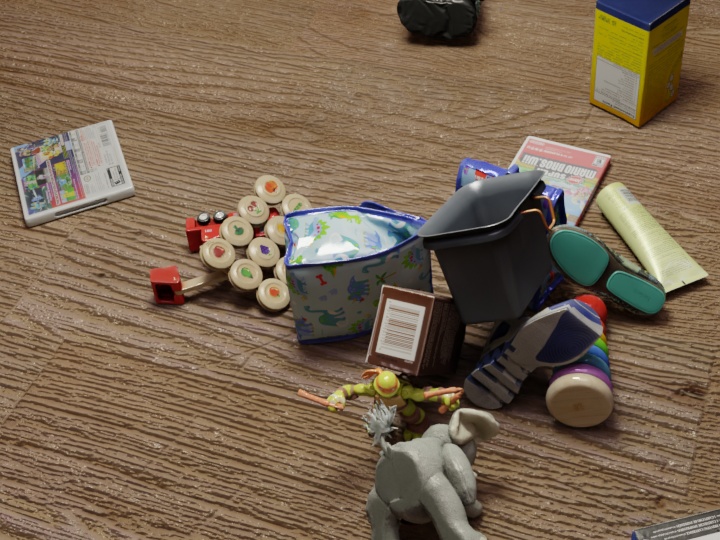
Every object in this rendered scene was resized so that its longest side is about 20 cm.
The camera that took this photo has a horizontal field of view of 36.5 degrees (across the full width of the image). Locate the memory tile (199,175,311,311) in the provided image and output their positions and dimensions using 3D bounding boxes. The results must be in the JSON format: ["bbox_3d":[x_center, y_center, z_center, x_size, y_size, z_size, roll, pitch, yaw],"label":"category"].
[{"bbox_3d":[-0.131,-0.044,1.617,0.153,0.017,0.200,37,54,-3],"label":"memory tile"}]

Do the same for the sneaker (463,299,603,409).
[{"bbox_3d":[0.216,0.084,1.408,0.080,0.199,0.115,41,34,-15],"label":"sneaker"}]

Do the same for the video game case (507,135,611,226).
[{"bbox_3d":[0.291,-0.130,1.700,0.142,0.018,0.200,17,50,22],"label":"video game case"}]

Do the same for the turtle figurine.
[{"bbox_3d":[0.029,0.158,1.342,0.198,0.162,0.065,-4,62,5],"label":"turtle figurine"}]

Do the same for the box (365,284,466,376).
[{"bbox_3d":[0.078,0.076,1.386,0.074,0.200,0.101,13,90,21],"label":"box"}]

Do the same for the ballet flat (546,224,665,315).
[{"bbox_3d":[0.326,-0.004,1.487,0.199,0.074,0.075,34,46,-15],"label":"ballet flat"}]

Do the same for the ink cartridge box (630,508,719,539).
[{"bbox_3d":[0.414,0.317,1.221,0.198,0.044,0.094,-13,47,-5],"label":"ink cartridge box"}]

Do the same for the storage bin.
[{"bbox_3d":[0.180,-0.028,1.377,0.145,0.135,0.200,-8,21,29],"label":"storage bin"}]

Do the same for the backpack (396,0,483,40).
[{"bbox_3d":[0.151,-0.518,2.027,0.165,0.127,0.201,12,46,3],"label":"backpack"}]

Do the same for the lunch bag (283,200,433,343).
[{"bbox_3d":[0.000,0.000,1.500,0.198,0.171,0.128,-5,50,2],"label":"lunch bag"}]

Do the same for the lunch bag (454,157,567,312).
[{"bbox_3d":[0.205,-0.064,1.516,0.150,0.201,0.094,25,53,28],"label":"lunch bag"}]

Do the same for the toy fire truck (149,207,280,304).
[{"bbox_3d":[-0.213,-0.025,1.638,0.198,0.049,0.142,-7,47,-2],"label":"toy fire truck"}]

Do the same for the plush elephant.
[{"bbox_3d":[0.089,0.243,1.280,0.154,0.164,0.201,-3,69,-49],"label":"plush elephant"}]

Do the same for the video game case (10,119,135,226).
[{"bbox_3d":[-0.486,-0.167,1.835,0.181,0.023,0.201,-18,47,-10],"label":"video game case"}]

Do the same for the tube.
[{"bbox_3d":[0.414,-0.046,1.584,0.058,0.052,0.201,-47,48,19],"label":"tube"}]

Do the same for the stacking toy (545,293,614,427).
[{"bbox_3d":[0.291,0.107,1.431,0.085,0.086,0.201,4,40,11],"label":"stacking toy"}]

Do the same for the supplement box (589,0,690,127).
[{"bbox_3d":[0.452,-0.357,1.773,0.109,0.201,0.109,-35,51,-25],"label":"supplement box"}]
